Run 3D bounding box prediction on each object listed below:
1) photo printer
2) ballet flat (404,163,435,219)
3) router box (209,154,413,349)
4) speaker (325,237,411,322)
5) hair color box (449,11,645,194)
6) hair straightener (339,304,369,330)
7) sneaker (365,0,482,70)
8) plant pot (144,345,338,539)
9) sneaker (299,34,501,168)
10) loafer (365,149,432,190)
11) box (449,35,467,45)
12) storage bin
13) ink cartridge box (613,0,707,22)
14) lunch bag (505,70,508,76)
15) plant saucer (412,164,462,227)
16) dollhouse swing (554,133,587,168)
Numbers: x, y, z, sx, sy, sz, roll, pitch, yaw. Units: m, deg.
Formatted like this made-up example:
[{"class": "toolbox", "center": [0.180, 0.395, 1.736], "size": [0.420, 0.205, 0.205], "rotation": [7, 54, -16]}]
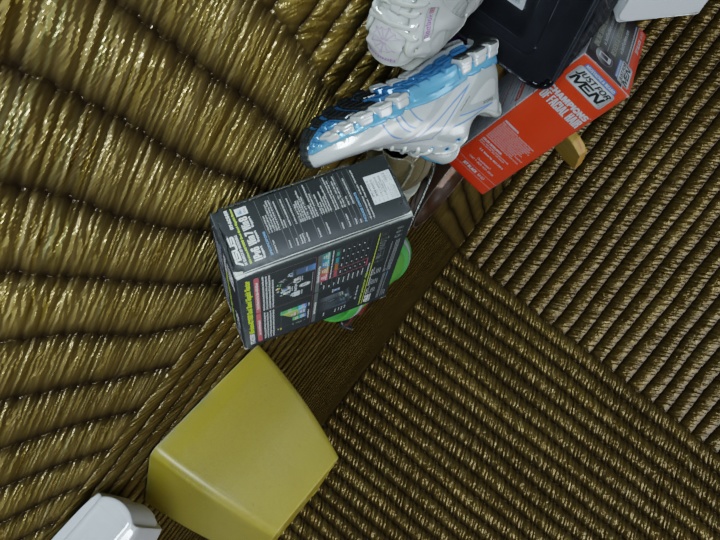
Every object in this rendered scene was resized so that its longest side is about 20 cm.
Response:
[{"class": "photo printer", "center": [-0.302, 0.329, 0.913], "size": [0.167, 0.069, 0.200], "rotation": [-50, 171, -16]}, {"class": "ballet flat", "center": [0.033, -0.067, 0.967], "size": [0.072, 0.072, 0.201], "rotation": [12, 102, -80]}, {"class": "router box", "center": [-0.046, -0.009, 0.716], "size": [0.149, 0.062, 0.200], "rotation": [-21, 162, -13]}, {"class": "speaker", "center": [0.000, 0.000, 1.104], "size": [0.089, 0.088, 0.200], "rotation": [-57, 170, 29]}, {"class": "hair color box", "center": [0.184, -0.173, 0.834], "size": [0.200, 0.064, 0.111], "rotation": [-35, -159, 49]}, {"class": "hair straightener", "center": [0.006, 0.059, 1.502], "size": [0.077, 0.041, 0.200], "rotation": [-47, 170, -27]}, {"class": "sneaker", "center": [0.045, -0.195, 0.588], "size": [0.100, 0.075, 0.200], "rotation": [-53, 171, 4]}, {"class": "plant pot", "center": [-0.147, 0.259, 1.083], "size": [0.200, 0.176, 0.200], "rotation": [-45, 170, -34]}, {"class": "sneaker", "center": [0.044, -0.120, 0.684], "size": [0.199, 0.087, 0.075], "rotation": [-29, -152, -17]}, {"class": "loafer", "center": [0.038, -0.135, 0.814], "size": [0.067, 0.076, 0.200], "rotation": [-23, 163, -24]}, {"class": "box", "center": [0.124, -0.249, 0.892], "size": [0.137, 0.039, 0.200], "rotation": [-49, 170, -27]}, {"class": "storage bin", "center": [0.146, -0.258, 0.654], "size": [0.094, 0.135, 0.200], "rotation": [-49, 171, -19]}, {"class": "ink cartridge box", "center": [0.255, -0.337, 0.691], "size": [0.083, 0.201, 0.145], "rotation": [-7, 163, -6]}, {"class": "lunch bag", "center": [0.240, -0.300, 0.942], "size": [0.170, 0.126, 0.201], "rotation": [-70, 168, -65]}, {"class": "plant saucer", "center": [0.138, -0.157, 1.337], "size": [0.201, 0.034, 0.200], "rotation": [-50, 171, -10]}, {"class": "dollhouse swing", "center": [0.343, -0.299, 1.355], "size": [0.182, 0.175, 0.200], "rotation": [-54, 169, 4]}]
